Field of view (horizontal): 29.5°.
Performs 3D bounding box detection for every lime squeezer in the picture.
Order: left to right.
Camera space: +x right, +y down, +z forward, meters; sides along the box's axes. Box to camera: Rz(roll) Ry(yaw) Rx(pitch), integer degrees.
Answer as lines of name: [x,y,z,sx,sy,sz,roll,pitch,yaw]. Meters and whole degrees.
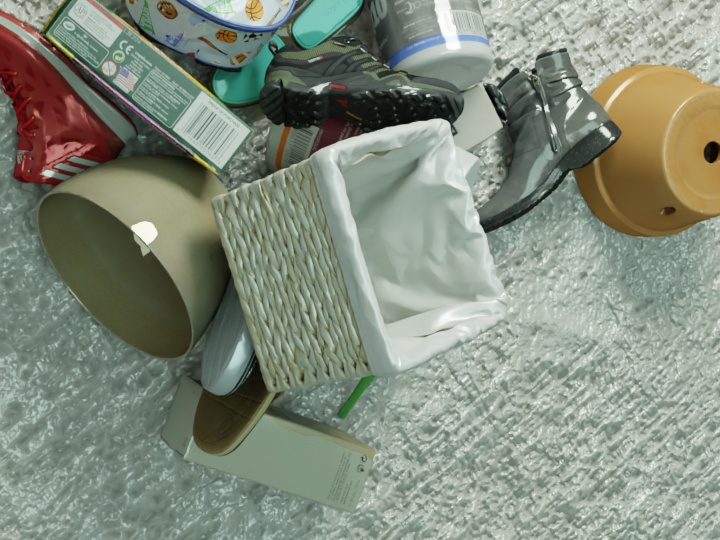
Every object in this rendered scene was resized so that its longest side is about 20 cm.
lime squeezer: [0.034,0.078,1.461,0.038,0.071,0.201,38,91,-7]

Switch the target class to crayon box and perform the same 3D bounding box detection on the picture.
crayon box: [-0.205,-0.181,1.292,0.199,0.173,0.059,39,90,-18]

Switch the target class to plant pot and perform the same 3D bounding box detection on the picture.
plant pot: [-0.196,-0.034,1.321,0.135,0.199,0.201,-47,110,-32]
plant pot: [0.360,-0.135,1.551,0.197,0.140,0.204,-2,96,-21]

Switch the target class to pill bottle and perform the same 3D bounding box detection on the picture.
pill bottle: [0.013,-0.113,1.381,0.198,0.114,0.115,27,84,10]
pill bottle: [0.060,-0.288,1.401,0.112,0.114,0.203,-8,75,-21]

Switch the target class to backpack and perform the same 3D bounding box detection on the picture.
backpack: [-0.137,-0.297,1.305,0.197,0.154,0.193,13,65,-22]

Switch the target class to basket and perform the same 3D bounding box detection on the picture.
basket: [0.000,-0.010,1.229,0.197,0.159,0.203,-21,93,-52]

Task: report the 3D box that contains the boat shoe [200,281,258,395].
boat shoe: [-0.085,0.033,1.282,0.071,0.072,0.202,35,62,-28]

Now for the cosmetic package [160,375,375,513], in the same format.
cosmetic package: [-0.096,0.180,1.415,0.198,0.103,0.074,23,87,-24]

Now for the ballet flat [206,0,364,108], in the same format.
ballet flat: [-0.078,-0.230,1.401,0.199,0.068,0.068,-37,106,-14]

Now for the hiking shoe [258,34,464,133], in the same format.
hiking shoe: [0.004,-0.188,1.316,0.197,0.076,0.102,6,56,-4]

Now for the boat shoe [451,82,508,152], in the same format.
boat shoe: [0.073,-0.137,1.475,0.198,0.093,0.075,-26,96,13]

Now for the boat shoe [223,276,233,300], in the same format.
boat shoe: [-0.089,0.016,1.412,0.092,0.074,0.203,-6,108,-33]

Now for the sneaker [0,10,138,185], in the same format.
sneaker: [-0.318,-0.154,1.308,0.199,0.078,0.116,40,79,-19]

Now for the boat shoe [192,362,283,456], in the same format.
boat shoe: [-0.091,0.100,1.333,0.202,0.071,0.072,-64,148,-23]

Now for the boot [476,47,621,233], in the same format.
boot: [0.179,-0.143,1.518,0.199,0.070,0.132,-38,85,5]
